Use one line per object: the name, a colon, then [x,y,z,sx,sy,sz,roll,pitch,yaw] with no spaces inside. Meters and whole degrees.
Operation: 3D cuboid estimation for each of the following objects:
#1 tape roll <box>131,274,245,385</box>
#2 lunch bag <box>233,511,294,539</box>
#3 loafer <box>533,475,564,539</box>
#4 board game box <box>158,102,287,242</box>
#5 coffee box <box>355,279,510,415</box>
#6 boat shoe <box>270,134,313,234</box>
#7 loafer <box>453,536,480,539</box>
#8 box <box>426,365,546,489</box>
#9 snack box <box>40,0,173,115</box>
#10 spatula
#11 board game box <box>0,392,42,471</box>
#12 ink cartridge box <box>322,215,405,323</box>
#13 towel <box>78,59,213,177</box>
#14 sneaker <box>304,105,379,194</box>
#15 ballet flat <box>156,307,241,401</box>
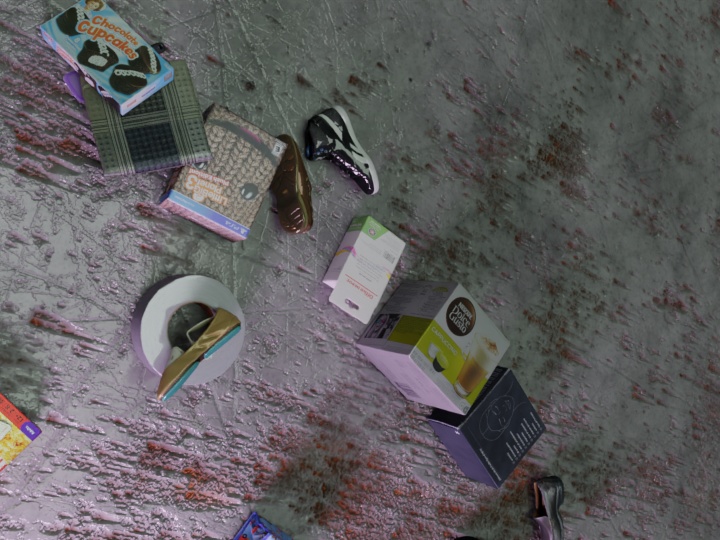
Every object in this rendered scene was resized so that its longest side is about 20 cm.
tape roll: [-0.318,0.108,1.354,0.199,0.066,0.202,-1,92,-32]
lunch bag: [-0.207,0.606,1.425,0.200,0.094,0.151,-49,117,-11]
loafer: [0.465,0.622,1.841,0.072,0.073,0.201,5,79,-22]
board game box: [-0.255,-0.178,1.359,0.159,0.097,0.201,27,77,-21]
coffee box: [0.157,0.158,1.569,0.200,0.200,0.198,48,67,-24]
boat shoe: [-0.136,-0.172,1.469,0.067,0.072,0.201,-6,85,-64]
loafer: [0.294,0.685,1.739,0.199,0.073,0.073,25,82,-28]
box: [0.296,0.358,1.703,0.197,0.124,0.200,-43,112,-25]
snack box: [-0.430,-0.371,1.245,0.200,0.037,0.116,43,66,5]
spatula: [-0.430,-0.361,1.303,0.200,0.021,0.057,-37,107,-26]
board game box: [-0.643,0.279,1.166,0.200,0.046,0.152,-47,113,-22]
ink cartridge box: [0.000,0.000,1.547,0.117,0.067,0.201,35,72,-28]
towel: [-0.371,-0.265,1.267,0.191,0.035,0.201,-13,79,-17]
sneaker: [-0.050,-0.231,1.518,0.112,0.073,0.201,-32,98,-24]
ballet flat: [-0.300,0.145,1.302,0.063,0.069,0.200,43,64,5]
